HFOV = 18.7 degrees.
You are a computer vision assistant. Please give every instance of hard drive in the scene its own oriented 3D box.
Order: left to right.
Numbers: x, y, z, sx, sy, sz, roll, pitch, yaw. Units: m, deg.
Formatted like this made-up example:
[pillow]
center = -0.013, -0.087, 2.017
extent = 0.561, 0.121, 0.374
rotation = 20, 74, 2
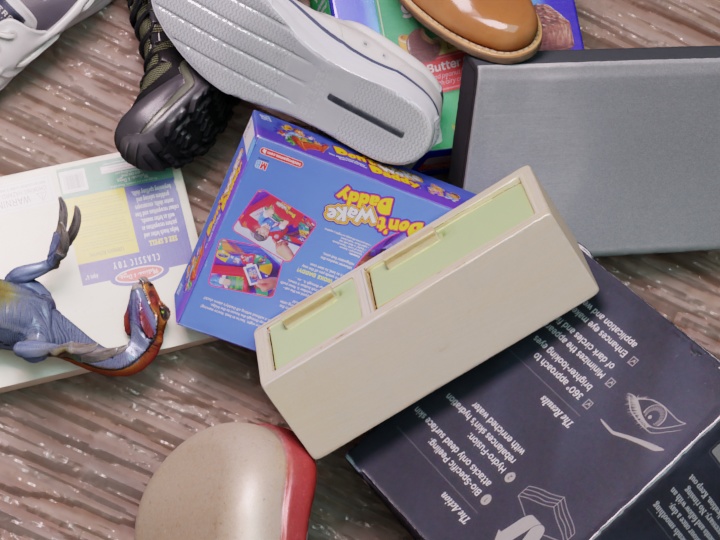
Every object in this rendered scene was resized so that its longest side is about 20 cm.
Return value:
[hard drive]
center = 0.157, -0.075, 1.412
extent = 0.199, 0.033, 0.140
rotation = -4, 120, -17

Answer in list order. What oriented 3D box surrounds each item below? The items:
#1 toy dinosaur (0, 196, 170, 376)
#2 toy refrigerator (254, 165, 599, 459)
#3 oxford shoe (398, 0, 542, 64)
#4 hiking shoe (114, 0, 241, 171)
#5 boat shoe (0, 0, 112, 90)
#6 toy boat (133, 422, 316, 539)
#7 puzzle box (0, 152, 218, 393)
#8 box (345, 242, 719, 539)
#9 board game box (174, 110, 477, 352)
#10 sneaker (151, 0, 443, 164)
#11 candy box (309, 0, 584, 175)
[toy dinosaur]
center = -0.214, 0.016, 1.345
extent = 0.181, 0.199, 0.106
rotation = 38, 54, -37
[toy refrigerator]
center = 0.036, 0.023, 1.316
extent = 0.199, 0.076, 0.070
rotation = -31, 115, 9
[oxford shoe]
center = 0.047, -0.213, 1.363
extent = 0.071, 0.071, 0.200
rotation = -29, 71, -25
[hiking shoe]
center = -0.118, -0.147, 1.416
extent = 0.100, 0.076, 0.200
rotation = 25, 55, 12
[boat shoe]
center = -0.230, -0.163, 1.399
extent = 0.074, 0.065, 0.200
rotation = 45, 73, 1
[toy boat]
center = -0.060, 0.195, 1.338
extent = 0.130, 0.130, 0.201
rotation = 14, 73, -39
[puzzle box]
center = -0.197, 0.003, 1.389
extent = 0.199, 0.025, 0.134
rotation = -12, 80, -14
[box]
center = 0.131, 0.121, 1.308
extent = 0.200, 0.197, 0.118
rotation = -42, 128, -3
[board game box]
center = 0.000, 0.000, 1.368
extent = 0.199, 0.045, 0.135
rotation = 20, 111, -15
[sneaker]
center = -0.038, -0.134, 1.358
extent = 0.199, 0.071, 0.073
rotation = 33, 116, -3
[candy box]
center = 0.054, -0.170, 1.452
extent = 0.168, 0.077, 0.201
rotation = -8, 79, -14
